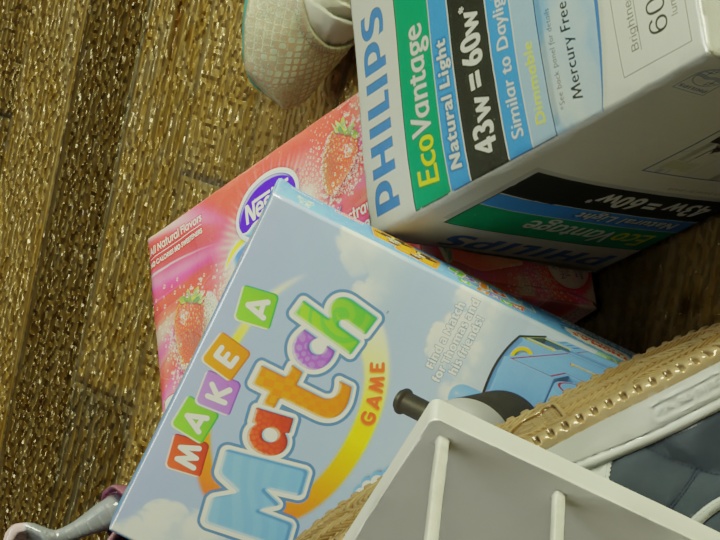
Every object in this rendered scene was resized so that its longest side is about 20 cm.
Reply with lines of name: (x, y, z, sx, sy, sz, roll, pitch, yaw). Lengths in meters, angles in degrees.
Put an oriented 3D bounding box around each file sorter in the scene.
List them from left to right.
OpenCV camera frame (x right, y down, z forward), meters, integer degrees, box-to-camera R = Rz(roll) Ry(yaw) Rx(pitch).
file sorter: (0.078, 0.169, 1.017, 0.139, 0.200, 0.125, -59, 12, 30)

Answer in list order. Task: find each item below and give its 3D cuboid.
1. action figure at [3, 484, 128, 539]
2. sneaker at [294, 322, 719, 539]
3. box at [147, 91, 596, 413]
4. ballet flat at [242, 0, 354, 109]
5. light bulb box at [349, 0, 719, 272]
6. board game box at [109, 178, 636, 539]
action figure: (-0.067, 0.122, 1.341, 0.149, 0.134, 0.200, -46, 6, -9)
sneaker: (0.074, 0.109, 1.091, 0.109, 0.200, 0.070, 63, -176, -10)
box: (0.000, 0.000, 1.276, 0.200, 0.095, 0.103, -31, 58, 47)
ballet flat: (-0.004, -0.166, 1.342, 0.062, 0.067, 0.200, 24, 103, 43)
light bulb box: (0.098, -0.126, 1.139, 0.200, 0.125, 0.198, -29, 61, 47)
board game box: (0.024, 0.076, 1.140, 0.151, 0.200, 0.037, -64, 2, 13)
